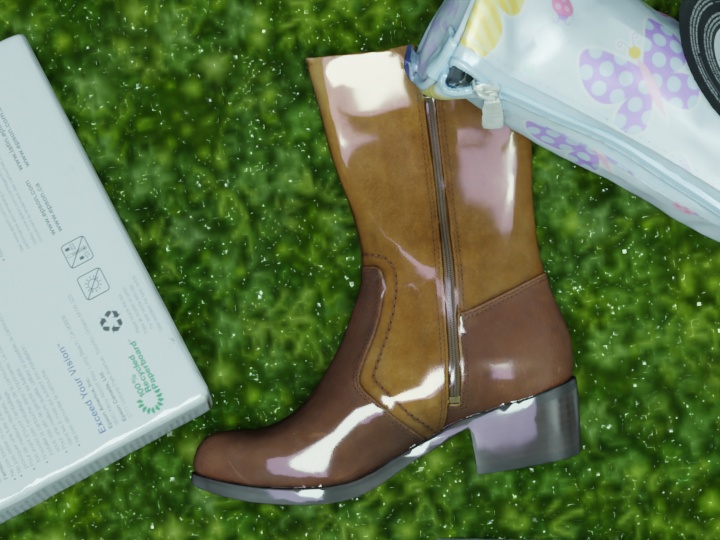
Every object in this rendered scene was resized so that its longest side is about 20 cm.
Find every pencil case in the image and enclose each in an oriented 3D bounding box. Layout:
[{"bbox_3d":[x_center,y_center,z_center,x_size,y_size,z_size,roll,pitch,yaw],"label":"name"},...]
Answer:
[{"bbox_3d":[0.121,-0.074,0.962,0.199,0.091,0.083,25,118,-12],"label":"pencil case"}]

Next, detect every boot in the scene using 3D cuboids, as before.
[{"bbox_3d":[0.000,0.000,1.009,0.186,0.068,0.202,-10,93,7],"label":"boot"}]

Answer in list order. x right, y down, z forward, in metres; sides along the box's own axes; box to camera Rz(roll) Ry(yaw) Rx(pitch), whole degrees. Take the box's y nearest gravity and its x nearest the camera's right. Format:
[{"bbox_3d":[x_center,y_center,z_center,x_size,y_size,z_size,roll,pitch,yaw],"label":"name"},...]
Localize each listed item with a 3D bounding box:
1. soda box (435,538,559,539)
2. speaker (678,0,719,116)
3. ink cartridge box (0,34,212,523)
[{"bbox_3d":[0.129,0.162,1.012,0.198,0.063,0.069,1,95,5],"label":"soda box"},{"bbox_3d":[0.232,-0.132,0.927,0.199,0.081,0.082,-32,92,-22],"label":"speaker"},{"bbox_3d":[-0.197,0.021,0.998,0.199,0.043,0.197,-27,77,-6],"label":"ink cartridge box"}]
